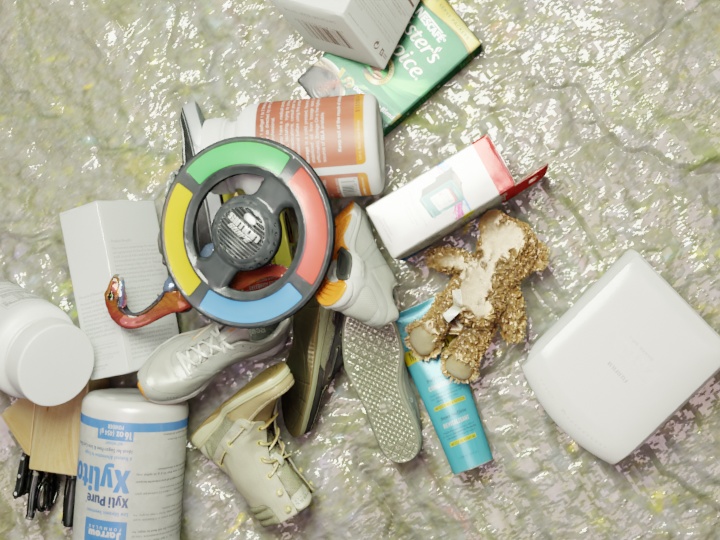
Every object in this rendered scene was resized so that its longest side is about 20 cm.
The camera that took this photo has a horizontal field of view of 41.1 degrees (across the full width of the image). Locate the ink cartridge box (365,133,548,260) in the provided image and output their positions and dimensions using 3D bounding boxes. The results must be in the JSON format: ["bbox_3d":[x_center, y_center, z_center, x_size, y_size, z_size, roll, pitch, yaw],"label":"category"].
[{"bbox_3d":[0.112,-0.089,1.096,0.198,0.116,0.068,-31,85,7],"label":"ink cartridge box"}]

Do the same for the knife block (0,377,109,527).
[{"bbox_3d":[-0.355,0.218,1.201,0.199,0.064,0.177,-39,85,7],"label":"knife block"}]

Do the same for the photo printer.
[{"bbox_3d":[0.294,0.104,1.089,0.200,0.069,0.167,-44,84,7],"label":"photo printer"}]

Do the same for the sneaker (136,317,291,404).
[{"bbox_3d":[-0.168,0.085,1.116,0.198,0.092,0.076,-27,78,-24],"label":"sneaker"}]

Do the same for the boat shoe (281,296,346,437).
[{"bbox_3d":[-0.048,0.103,1.147,0.065,0.072,0.205,0,106,-31],"label":"boat shoe"}]

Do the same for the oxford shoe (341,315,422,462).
[{"bbox_3d":[0.027,0.126,1.133,0.074,0.058,0.204,-16,96,11],"label":"oxford shoe"}]

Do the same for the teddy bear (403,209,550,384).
[{"bbox_3d":[0.134,0.031,1.113,0.143,0.067,0.204,15,86,21],"label":"teddy bear"}]

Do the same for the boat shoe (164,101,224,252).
[{"bbox_3d":[-0.203,-0.101,1.170,0.067,0.074,0.203,-11,97,0],"label":"boat shoe"}]

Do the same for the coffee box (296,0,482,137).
[{"bbox_3d":[0.034,-0.246,1.144,0.199,0.044,0.124,-39,84,8],"label":"coffee box"}]

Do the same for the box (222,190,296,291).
[{"bbox_3d":[-0.124,-0.066,1.168,0.074,0.050,0.204,-11,89,8],"label":"box"}]

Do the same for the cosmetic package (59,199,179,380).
[{"bbox_3d":[-0.289,0.021,1.163,0.070,0.101,0.204,-12,88,30],"label":"cosmetic package"}]

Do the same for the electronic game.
[{"bbox_3d":[-0.121,-0.040,1.016,0.196,0.042,0.204,1,92,15],"label":"electronic game"}]

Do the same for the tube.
[{"bbox_3d":[0.098,0.137,1.138,0.076,0.050,0.203,-21,80,-2],"label":"tube"}]

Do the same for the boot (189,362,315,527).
[{"bbox_3d":[-0.104,0.209,1.125,0.155,0.072,0.200,51,131,4],"label":"boot"}]

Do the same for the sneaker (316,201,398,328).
[{"bbox_3d":[0.000,0.000,1.087,0.091,0.201,0.076,36,116,-21],"label":"sneaker"}]

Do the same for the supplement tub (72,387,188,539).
[{"bbox_3d":[-0.276,0.250,1.154,0.129,0.132,0.204,4,90,9],"label":"supplement tub"}]

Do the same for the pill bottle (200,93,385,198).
[{"bbox_3d":[-0.074,-0.136,1.082,0.196,0.112,0.115,-3,90,6],"label":"pill bottle"}]

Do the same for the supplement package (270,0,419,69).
[{"bbox_3d":[0.006,-0.354,1.080,0.116,0.117,0.203,22,82,33],"label":"supplement package"}]

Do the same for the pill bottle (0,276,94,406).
[{"bbox_3d":[-0.407,0.084,1.141,0.198,0.112,0.115,19,94,43],"label":"pill bottle"}]

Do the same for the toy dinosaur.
[{"bbox_3d":[-0.194,0.012,1.076,0.181,0.199,0.106,-39,122,-15],"label":"toy dinosaur"}]
